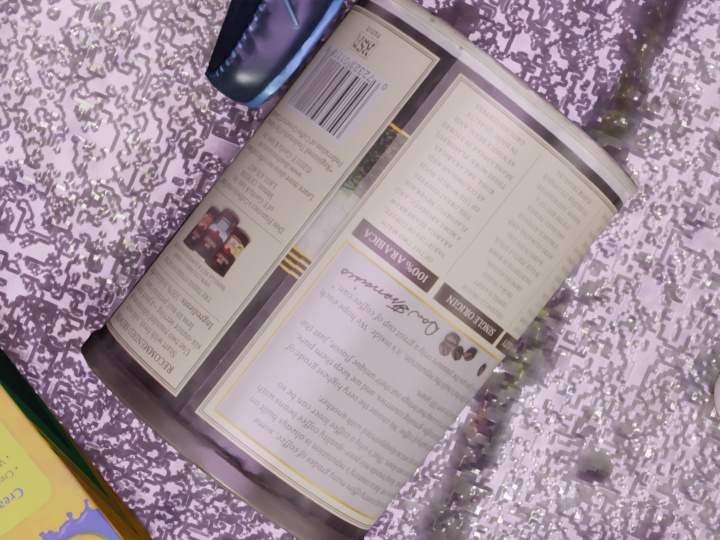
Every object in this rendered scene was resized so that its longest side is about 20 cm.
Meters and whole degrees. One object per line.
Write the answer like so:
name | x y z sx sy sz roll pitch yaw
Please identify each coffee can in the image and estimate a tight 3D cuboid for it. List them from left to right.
coffee can | 0.000 0.000 0.948 0.146 0.146 0.200 38 91 -9

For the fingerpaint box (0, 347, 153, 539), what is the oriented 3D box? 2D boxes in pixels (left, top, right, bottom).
fingerpaint box | -0.217 0.123 0.975 0.200 0.073 0.167 -38 98 0

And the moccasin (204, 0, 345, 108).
moccasin | -0.026 -0.169 0.967 0.068 0.080 0.200 28 80 -22

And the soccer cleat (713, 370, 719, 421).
soccer cleat | 0.246 0.106 1.018 0.200 0.085 0.069 42 91 -9
